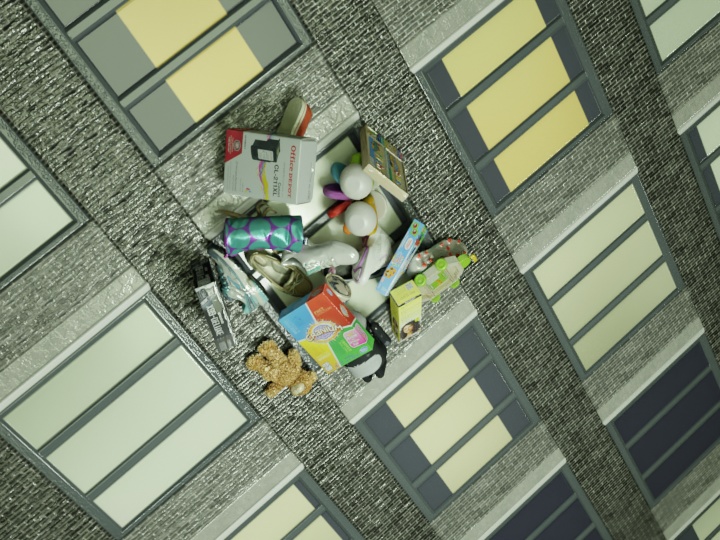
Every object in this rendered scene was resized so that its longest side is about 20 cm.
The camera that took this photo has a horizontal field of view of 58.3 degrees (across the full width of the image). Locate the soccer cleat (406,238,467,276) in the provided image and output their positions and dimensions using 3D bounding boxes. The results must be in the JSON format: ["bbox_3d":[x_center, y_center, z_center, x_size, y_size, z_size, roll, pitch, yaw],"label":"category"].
[{"bbox_3d":[0.207,-0.035,1.766,0.196,0.078,0.071,-18,73,-32],"label":"soccer cleat"}]

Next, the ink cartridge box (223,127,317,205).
[{"bbox_3d":[-0.208,-0.240,1.480,0.195,0.083,0.150,11,104,20],"label":"ink cartridge box"}]

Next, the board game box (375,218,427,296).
[{"bbox_3d":[0.109,-0.030,1.681,0.036,0.151,0.203,30,93,8],"label":"board game box"}]

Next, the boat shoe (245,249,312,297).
[{"bbox_3d":[-0.199,0.010,1.619,0.199,0.063,0.074,39,89,-25],"label":"boat shoe"}]

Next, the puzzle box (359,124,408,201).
[{"bbox_3d":[0.057,-0.264,1.575,0.132,0.203,0.025,34,121,-26],"label":"puzzle box"}]

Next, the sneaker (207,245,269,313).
[{"bbox_3d":[-0.312,0.027,1.575,0.086,0.078,0.201,-41,114,-2],"label":"sneaker"}]

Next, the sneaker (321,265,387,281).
[{"bbox_3d":[0.000,0.000,1.681,0.194,0.082,0.072,-8,105,-19],"label":"sneaker"}]

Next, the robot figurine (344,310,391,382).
[{"bbox_3d":[-0.005,0.199,1.713,0.150,0.124,0.202,-40,114,-9],"label":"robot figurine"}]

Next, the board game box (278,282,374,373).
[{"bbox_3d":[-0.083,0.146,1.588,0.151,0.041,0.201,-31,114,25],"label":"board game box"}]

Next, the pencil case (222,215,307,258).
[{"bbox_3d":[-0.226,-0.081,1.524,0.194,0.085,0.095,-2,102,-15],"label":"pencil case"}]

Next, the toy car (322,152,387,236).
[{"bbox_3d":[-0.021,-0.186,1.600,0.146,0.175,0.206,-1,109,18],"label":"toy car"}]

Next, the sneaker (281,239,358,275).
[{"bbox_3d":[-0.102,-0.025,1.587,0.194,0.090,0.076,7,143,17],"label":"sneaker"}]

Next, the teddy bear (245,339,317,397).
[{"bbox_3d":[-0.205,0.265,1.684,0.143,0.067,0.203,-34,113,-6],"label":"teddy bear"}]

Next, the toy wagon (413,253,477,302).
[{"bbox_3d":[0.225,0.013,1.739,0.198,0.040,0.155,-38,151,6],"label":"toy wagon"}]

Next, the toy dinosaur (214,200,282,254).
[{"bbox_3d":[-0.248,-0.114,1.571,0.198,0.058,0.102,36,91,-25],"label":"toy dinosaur"}]

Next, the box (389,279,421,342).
[{"bbox_3d":[0.121,0.111,1.716,0.074,0.051,0.202,-27,147,-12],"label":"box"}]

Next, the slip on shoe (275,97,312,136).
[{"bbox_3d":[-0.172,-0.310,1.544,0.061,0.073,0.204,13,107,-55],"label":"slip on shoe"}]

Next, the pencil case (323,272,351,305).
[{"bbox_3d":[-0.095,0.098,1.632,0.088,0.078,0.202,31,122,-4],"label":"pencil case"}]

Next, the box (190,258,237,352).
[{"bbox_3d":[-0.344,0.076,1.507,0.049,0.200,0.162,-20,110,-11],"label":"box"}]

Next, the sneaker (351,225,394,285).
[{"bbox_3d":[0.040,-0.032,1.634,0.099,0.075,0.203,36,46,-16],"label":"sneaker"}]
